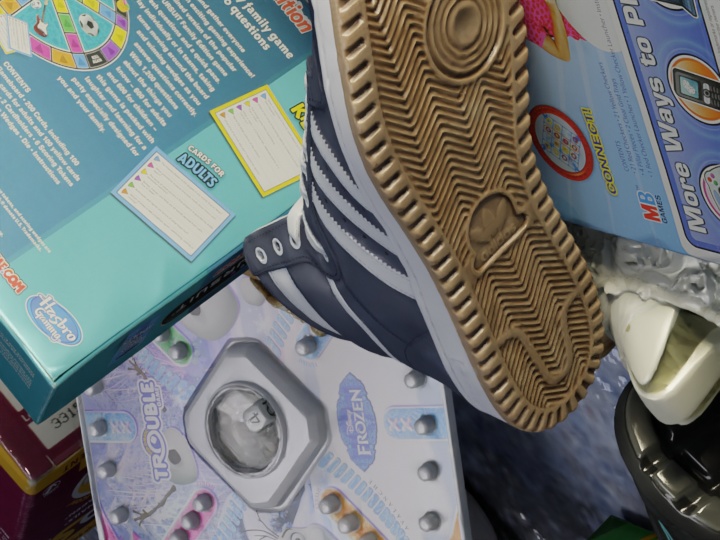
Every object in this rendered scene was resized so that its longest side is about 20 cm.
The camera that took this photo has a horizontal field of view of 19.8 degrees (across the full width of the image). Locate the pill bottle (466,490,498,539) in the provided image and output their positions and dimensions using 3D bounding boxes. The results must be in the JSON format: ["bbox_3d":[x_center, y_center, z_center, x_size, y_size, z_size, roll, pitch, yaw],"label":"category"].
[{"bbox_3d":[-0.008,0.173,1.016,0.111,0.111,0.200,48,155,10],"label":"pill bottle"}]

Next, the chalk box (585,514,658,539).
[{"bbox_3d":[0.092,0.216,0.797,0.124,0.200,0.125,19,138,50],"label":"chalk box"}]

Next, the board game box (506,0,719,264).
[{"bbox_3d":[0.054,-0.108,0.616,0.196,0.056,0.200,20,139,50],"label":"board game box"}]

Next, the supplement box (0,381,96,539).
[{"bbox_3d":[-0.168,0.074,1.124,0.103,0.131,0.200,48,155,10],"label":"supplement box"}]

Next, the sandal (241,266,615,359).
[{"bbox_3d":[-0.003,0.004,0.785,0.211,0.078,0.070,20,139,18],"label":"sandal"}]

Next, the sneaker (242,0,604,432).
[{"bbox_3d":[0.002,-0.041,0.643,0.108,0.070,0.200,23,144,45],"label":"sneaker"}]

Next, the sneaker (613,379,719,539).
[{"bbox_3d":[0.165,0.115,0.716,0.200,0.075,0.079,53,167,19],"label":"sneaker"}]

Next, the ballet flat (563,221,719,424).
[{"bbox_3d":[0.124,0.027,0.643,0.200,0.072,0.072,26,144,43],"label":"ballet flat"}]

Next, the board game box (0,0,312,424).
[{"bbox_3d":[-0.081,-0.065,0.731,0.151,0.200,0.047,50,154,6],"label":"board game box"}]

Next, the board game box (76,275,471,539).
[{"bbox_3d":[-0.050,0.069,0.887,0.199,0.026,0.201,-3,99,34],"label":"board game box"}]
